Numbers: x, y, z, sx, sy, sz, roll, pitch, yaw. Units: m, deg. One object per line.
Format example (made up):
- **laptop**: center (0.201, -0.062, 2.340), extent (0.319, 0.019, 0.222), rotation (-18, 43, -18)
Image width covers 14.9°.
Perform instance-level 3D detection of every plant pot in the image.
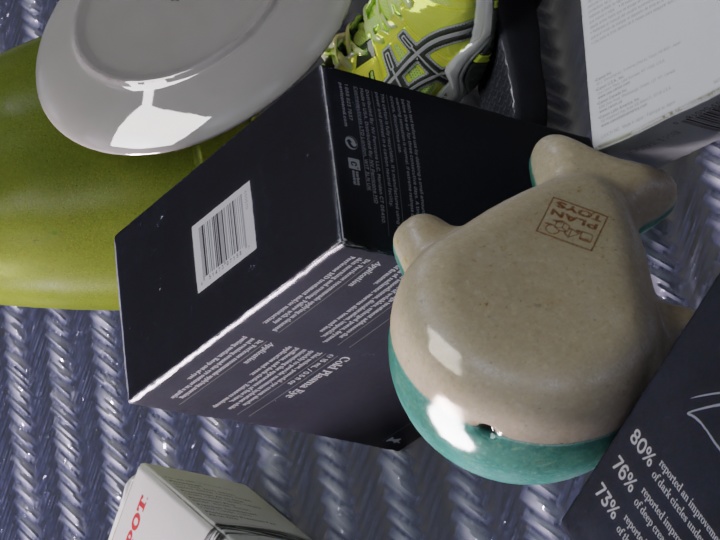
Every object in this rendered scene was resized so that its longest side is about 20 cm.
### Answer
- **plant pot**: center (-0.167, -0.058, 1.622), extent (0.200, 0.192, 0.201), rotation (169, 90, -76)

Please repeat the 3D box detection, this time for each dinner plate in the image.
- **dinner plate**: center (-0.096, -0.148, 1.531), extent (0.199, 0.024, 0.201), rotation (-15, 46, 16)

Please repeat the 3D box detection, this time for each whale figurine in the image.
- **whale figurine**: center (0.088, 0.020, 1.314), extent (0.200, 0.158, 0.104), rotation (-63, -12, -46)

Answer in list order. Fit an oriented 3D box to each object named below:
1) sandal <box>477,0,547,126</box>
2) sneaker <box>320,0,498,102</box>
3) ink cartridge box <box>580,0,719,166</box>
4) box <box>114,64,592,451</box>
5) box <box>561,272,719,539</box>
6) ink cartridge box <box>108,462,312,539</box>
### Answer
- **sandal**: center (0.083, -0.159, 1.500), extent (0.076, 0.043, 0.201), rotation (141, 124, -72)
- **sneaker**: center (0.021, -0.118, 1.498), extent (0.076, 0.076, 0.201), rotation (-108, 27, -48)
- **ink cartridge box**: center (0.161, -0.165, 1.378), extent (0.109, 0.050, 0.201), rotation (-25, 61, 48)
- **box**: center (0.000, 0.000, 1.443), extent (0.200, 0.182, 0.105), rotation (-35, 52, 43)
- **box**: center (0.201, 0.090, 1.199), extent (0.200, 0.104, 0.148), rotation (-59, 39, 24)
- **ink cartridge box**: center (-0.074, 0.217, 1.565), extent (0.200, 0.084, 0.147), rotation (34, 107, 54)
